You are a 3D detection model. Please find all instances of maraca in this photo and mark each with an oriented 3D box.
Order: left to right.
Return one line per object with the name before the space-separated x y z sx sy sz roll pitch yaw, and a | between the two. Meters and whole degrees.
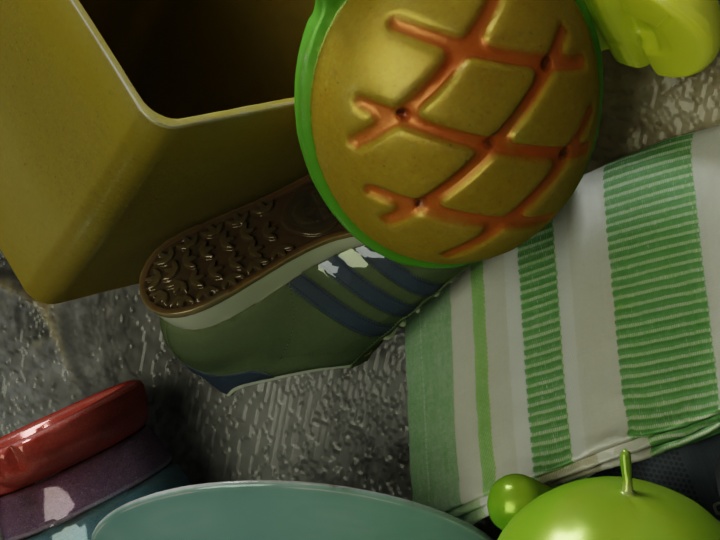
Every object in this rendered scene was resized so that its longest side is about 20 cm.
maraca | 0.034 -0.091 0.823 0.107 0.136 0.201 -130 21 -59

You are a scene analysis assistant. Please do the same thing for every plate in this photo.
plate | -0.029 0.147 0.923 0.199 0.200 0.026 -17 54 33

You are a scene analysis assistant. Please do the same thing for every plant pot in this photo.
plant pot | -0.104 -0.098 0.954 0.201 0.199 0.177 55 134 21

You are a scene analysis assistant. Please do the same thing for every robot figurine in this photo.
robot figurine | 0.094 0.167 0.802 0.201 0.115 0.176 103 155 -43

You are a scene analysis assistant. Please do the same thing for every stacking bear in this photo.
stacking bear | -0.124 0.170 1.035 0.121 0.113 0.201 -21 94 54

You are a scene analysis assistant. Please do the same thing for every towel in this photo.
towel | 0.101 0.026 0.887 0.199 0.023 0.154 -26 51 35

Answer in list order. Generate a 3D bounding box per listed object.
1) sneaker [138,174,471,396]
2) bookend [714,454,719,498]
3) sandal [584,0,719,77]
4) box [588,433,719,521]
sneaker | 0.000 0.000 0.937 0.199 0.090 0.067 -21 47 -2
bookend | 0.210 0.111 0.740 0.199 0.092 0.200 21 95 7
sandal | 0.095 -0.150 0.893 0.199 0.080 0.087 23 69 37
box | 0.179 0.112 0.862 0.199 0.051 0.159 -29 79 31
